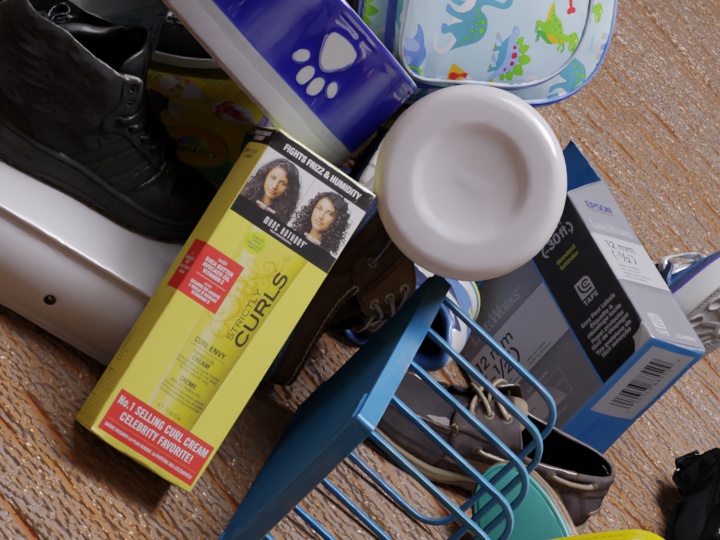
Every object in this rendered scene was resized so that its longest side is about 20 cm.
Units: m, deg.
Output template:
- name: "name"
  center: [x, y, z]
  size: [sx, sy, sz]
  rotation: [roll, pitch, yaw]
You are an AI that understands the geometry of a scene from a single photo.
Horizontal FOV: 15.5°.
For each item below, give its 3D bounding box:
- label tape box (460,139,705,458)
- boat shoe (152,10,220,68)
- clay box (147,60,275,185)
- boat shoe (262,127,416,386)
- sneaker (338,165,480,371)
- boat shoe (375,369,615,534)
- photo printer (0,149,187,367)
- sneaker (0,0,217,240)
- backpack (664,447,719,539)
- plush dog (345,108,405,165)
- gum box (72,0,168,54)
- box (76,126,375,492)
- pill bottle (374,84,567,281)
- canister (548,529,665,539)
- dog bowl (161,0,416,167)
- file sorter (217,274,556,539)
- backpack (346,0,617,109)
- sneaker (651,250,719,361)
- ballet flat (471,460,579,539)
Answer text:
- name: "label tape box"
  center: [0.131, 0.024, 1.823]
  size: [0.066, 0.143, 0.201]
  rotation: [11, 40, -45]
- name: "boat shoe"
  center: [-0.155, -0.180, 1.710]
  size: [0.198, 0.061, 0.076]
  rotation: [9, 27, -18]
- name: "clay box"
  center: [-0.125, -0.117, 1.737]
  size: [0.199, 0.048, 0.115]
  rotation: [26, 26, 9]
- name: "boat shoe"
  center: [0.000, 0.000, 1.688]
  size: [0.072, 0.072, 0.201]
  rotation: [34, 62, -6]
- name: "sneaker"
  center: [-0.003, -0.005, 1.769]
  size: [0.199, 0.074, 0.082]
  rotation: [33, 31, -13]
- name: "boat shoe"
  center: [0.081, 0.102, 1.721]
  size: [0.199, 0.073, 0.075]
  rotation: [30, 29, -22]
- name: "photo printer"
  center: [-0.187, -0.040, 1.580]
  size: [0.199, 0.070, 0.167]
  rotation: [32, 29, -19]
- name: "sneaker"
  center: [-0.143, -0.094, 1.525]
  size: [0.199, 0.104, 0.060]
  rotation: [25, 32, -29]
- name: "backpack"
  center: [0.295, 0.176, 1.794]
  size: [0.155, 0.200, 0.190]
  rotation: [57, 32, 2]
- name: "plush dog"
  center: [0.008, -0.118, 1.865]
  size: [0.171, 0.200, 0.161]
  rotation: [26, 58, -15]
- name: "gum box"
  center: [-0.244, -0.178, 1.589]
  size: [0.199, 0.045, 0.170]
  rotation: [-18, 54, -38]
- name: "box"
  center: [-0.077, 0.021, 1.503]
  size: [0.075, 0.201, 0.050]
  rotation: [34, -4, -15]
- name: "pill bottle"
  center: [0.067, -0.052, 1.592]
  size: [0.112, 0.113, 0.200]
  rotation: [42, 3, 2]
- name: "canister"
  center: [0.113, 0.234, 1.499]
  size: [0.200, 0.147, 0.087]
  rotation: [-68, 144, -63]
- name: "dog bowl"
  center: [-0.059, -0.156, 1.585]
  size: [0.200, 0.079, 0.200]
  rotation: [48, 3, -3]
- name: "file sorter"
  center: [0.022, 0.123, 1.549]
  size: [0.123, 0.139, 0.200]
  rotation: [43, 27, -6]
- name: "backpack"
  center: [0.076, -0.191, 1.733]
  size: [0.199, 0.185, 0.147]
  rotation: [2, 9, -31]
- name: "sneaker"
  center: [0.191, 0.003, 1.870]
  size: [0.080, 0.200, 0.147]
  rotation: [1, 54, -39]
- name: "ballet flat"
  center: [0.133, 0.212, 1.652]
  size: [0.201, 0.068, 0.072]
  rotation: [58, 11, 29]
